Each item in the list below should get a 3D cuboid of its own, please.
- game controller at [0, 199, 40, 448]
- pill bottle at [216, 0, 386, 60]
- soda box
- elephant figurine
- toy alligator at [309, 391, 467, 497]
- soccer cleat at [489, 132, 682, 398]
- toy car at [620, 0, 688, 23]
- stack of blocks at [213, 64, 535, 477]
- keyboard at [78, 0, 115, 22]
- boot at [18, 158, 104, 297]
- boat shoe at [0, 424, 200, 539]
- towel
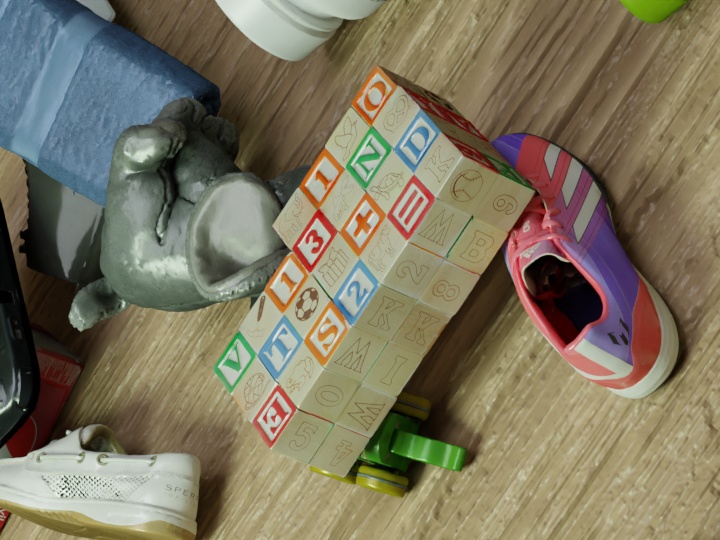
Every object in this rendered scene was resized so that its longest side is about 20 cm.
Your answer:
[{"bbox_3d":[-0.262,0.037,1.678,0.104,0.042,0.201,-51,42,36],"label":"game controller"},{"bbox_3d":[0.000,-0.229,1.558,0.200,0.113,0.114,-42,48,25],"label":"pill bottle"},{"bbox_3d":[-0.270,0.129,1.713,0.070,0.063,0.201,33,96,47],"label":"soda box"},{"bbox_3d":[-0.057,-0.020,1.528,0.199,0.141,0.156,24,120,32],"label":"elephant figurine"},{"bbox_3d":[-0.020,0.090,1.485,0.199,0.054,0.060,12,81,47],"label":"toy alligator"},{"bbox_3d":[0.107,-0.014,1.387,0.068,0.073,0.200,-47,47,20],"label":"soccer cleat"},{"bbox_3d":[0.150,-0.258,1.354,0.164,0.200,0.158,-37,50,28],"label":"toy car"},{"bbox_3d":[0.000,0.000,1.416,0.200,0.058,0.115,-57,38,13],"label":"stack of blocks"},{"bbox_3d":[-0.224,-0.210,1.835,0.056,0.011,0.200,-49,38,11],"label":"keyboard"},{"bbox_3d":[-0.226,-0.070,1.751,0.200,0.077,0.139,25,96,49],"label":"boot"},{"bbox_3d":[-0.174,0.134,1.615,0.199,0.071,0.070,5,73,40],"label":"boat shoe"},{"bbox_3d":[-0.185,-0.114,1.659,0.200,0.048,0.112,31,99,29],"label":"towel"}]
